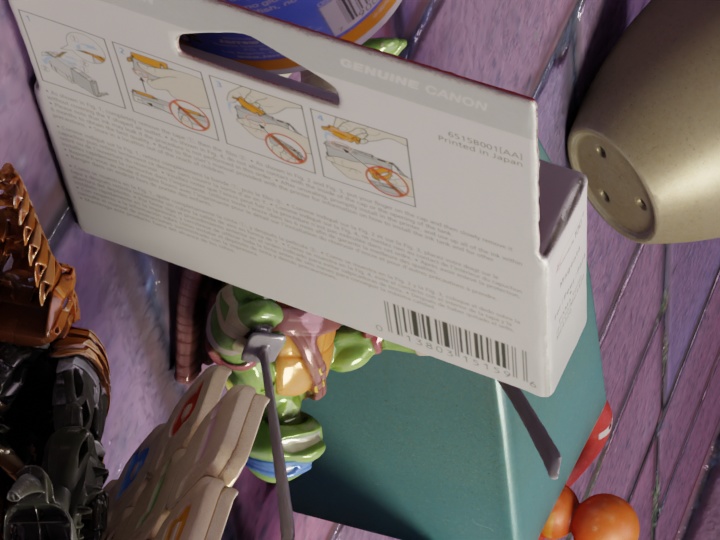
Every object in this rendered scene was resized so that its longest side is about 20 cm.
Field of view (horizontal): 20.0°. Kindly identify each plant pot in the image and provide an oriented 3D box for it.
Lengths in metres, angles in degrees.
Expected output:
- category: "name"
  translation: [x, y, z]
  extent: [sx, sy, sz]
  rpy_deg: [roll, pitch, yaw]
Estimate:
- category: "plant pot"
  translation: [0.040, 0.023, 1.065]
  extent: [0.141, 0.141, 0.201]
  rpy_deg: [-56, 150, -44]

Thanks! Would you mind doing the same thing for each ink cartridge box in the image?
- category: "ink cartridge box"
  translation: [-0.020, -0.046, 0.702]
  extent: [0.044, 0.199, 0.174]
  rpy_deg: [-60, 160, -29]

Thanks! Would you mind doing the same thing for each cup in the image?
- category: "cup"
  translation: [0.239, -0.101, 1.521]
  extent: [0.143, 0.200, 0.201]
  rpy_deg: [-34, 148, -17]

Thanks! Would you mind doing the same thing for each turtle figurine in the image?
- category: "turtle figurine"
  translation: [0.000, 0.000, 0.861]
  extent: [0.200, 0.143, 0.195]
  rpy_deg: [-163, -111, -70]

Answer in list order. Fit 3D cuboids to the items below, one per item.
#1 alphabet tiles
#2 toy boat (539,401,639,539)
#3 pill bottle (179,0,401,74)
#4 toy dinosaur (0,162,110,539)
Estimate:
- category: "alphabet tiles"
  translation: [-0.098, 0.128, 0.746]
  extent: [0.200, 0.015, 0.196]
  rpy_deg: [-49, -165, 35]
- category: "toy boat"
  translation: [0.149, 0.181, 1.552]
  extent: [0.131, 0.130, 0.200]
  rpy_deg: [80, 32, -56]
- category: "pill bottle"
  translation: [-0.050, -0.149, 0.664]
  extent: [0.200, 0.112, 0.112]
  rpy_deg: [51, 58, -69]
- category: "toy dinosaur"
  translation: [-0.127, 0.054, 0.704]
  extent: [0.136, 0.102, 0.200]
  rpy_deg: [-75, 152, -51]
